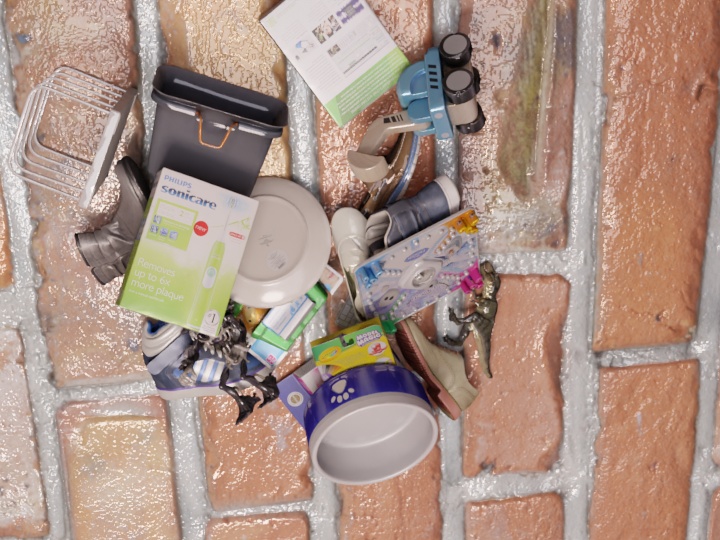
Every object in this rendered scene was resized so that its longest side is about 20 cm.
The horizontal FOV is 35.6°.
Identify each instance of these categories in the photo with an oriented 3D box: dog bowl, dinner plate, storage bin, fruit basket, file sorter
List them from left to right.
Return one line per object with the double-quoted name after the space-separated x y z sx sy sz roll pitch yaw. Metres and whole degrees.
-0.400 -0.194 1.561 0.123 0.200 0.140 20 105 -11 "file sorter"
-0.216 -0.190 1.624 0.197 0.146 0.136 14 116 -11 "storage bin"
-0.155 0.023 1.715 0.199 0.094 0.186 39 94 -9 "fruit basket"
-0.142 -0.045 1.679 0.197 0.024 0.203 -1 79 4 "dinner plate"
0.014 0.236 1.708 0.197 0.079 0.202 -10 137 -10 "dog bowl"

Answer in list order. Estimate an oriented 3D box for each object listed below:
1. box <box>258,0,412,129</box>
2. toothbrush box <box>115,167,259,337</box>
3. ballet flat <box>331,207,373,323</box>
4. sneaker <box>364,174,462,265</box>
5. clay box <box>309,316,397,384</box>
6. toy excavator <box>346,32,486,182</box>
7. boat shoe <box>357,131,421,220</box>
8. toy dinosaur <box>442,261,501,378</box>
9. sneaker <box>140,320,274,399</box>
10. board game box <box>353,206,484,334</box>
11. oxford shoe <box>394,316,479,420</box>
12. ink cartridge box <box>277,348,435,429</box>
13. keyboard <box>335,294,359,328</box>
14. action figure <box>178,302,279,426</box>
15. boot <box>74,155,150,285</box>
-0.034 -0.332 1.647 0.144 0.036 0.201 -37 107 5 "box"
-0.244 -0.024 1.578 0.144 0.086 0.203 19 84 -15 "toothbrush box"
0.000 0.000 1.707 0.068 0.070 0.202 -14 124 -2 "ballet flat"
0.080 -0.042 1.689 0.145 0.077 0.204 -29 143 -13 "sneaker"
-0.002 0.149 1.709 0.113 0.048 0.201 -19 134 0 "clay box"
0.078 -0.229 1.632 0.197 0.197 0.100 -10 150 13 "toy excavator"
0.035 -0.136 1.699 0.071 0.072 0.202 18 103 -7 "boat shoe"
0.181 0.089 1.805 0.087 0.048 0.203 -4 112 -13 "toy dinosaur"
-0.242 0.114 1.741 0.197 0.081 0.148 -11 113 3 "sneaker"
0.093 0.011 1.677 0.198 0.026 0.201 -28 148 -8 "board game box"
0.121 0.144 1.811 0.074 0.071 0.201 -37 112 -13 "oxford shoe"
-0.009 0.211 1.817 0.199 0.043 0.197 -35 113 4 "ink cartridge box"
0.027 0.009 1.777 0.056 0.011 0.202 24 103 -14 "keyboard"
-0.206 0.127 1.664 0.118 0.102 0.201 -29 103 26 "action figure"
-0.363 -0.065 1.652 0.130 0.070 0.202 -15 126 -2 "boot"
